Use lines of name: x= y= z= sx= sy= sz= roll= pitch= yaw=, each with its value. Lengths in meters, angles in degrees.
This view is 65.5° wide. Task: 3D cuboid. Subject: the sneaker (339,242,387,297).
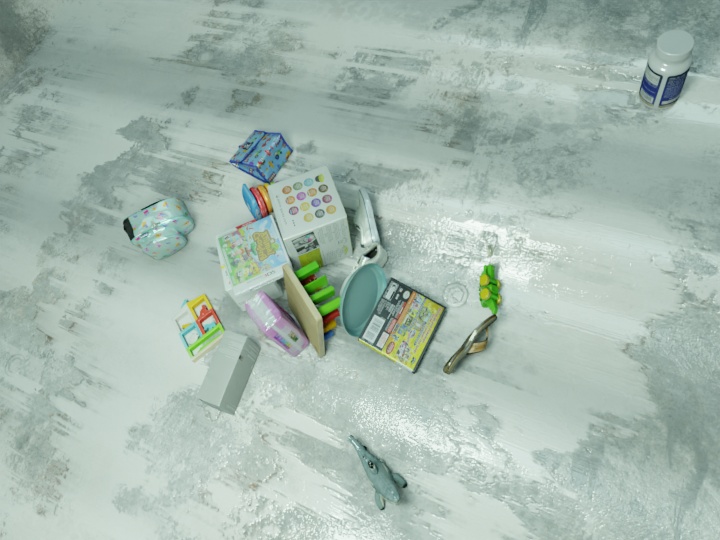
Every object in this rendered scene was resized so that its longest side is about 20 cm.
sneaker: x=0.000 y=0.000 z=1.622 sx=0.073 sy=0.088 sz=0.202 roll=29 pitch=75 yaw=24

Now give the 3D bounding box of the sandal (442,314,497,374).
sandal: x=0.292 y=0.198 z=1.450 sx=0.054 sy=0.082 sz=0.200 roll=40 pitch=77 yaw=12

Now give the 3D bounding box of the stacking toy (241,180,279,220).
stacking toy: x=-0.278 y=-0.250 z=1.830 sx=0.196 sy=0.118 sz=0.110 roll=-28 pitch=54 yaw=-16

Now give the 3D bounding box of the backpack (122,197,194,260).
backpack: x=-0.641 y=-0.139 z=1.821 sx=0.197 sy=0.176 sz=0.155 roll=-34 pitch=77 yaw=-5

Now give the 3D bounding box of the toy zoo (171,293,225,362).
toy zoo: x=-0.500 y=0.163 z=1.716 sx=0.130 sy=0.021 sz=0.202 roll=-35 pitch=61 yaw=-4

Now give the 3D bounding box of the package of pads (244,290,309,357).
package of pads: x=-0.228 y=0.148 z=1.546 sx=0.075 sy=0.201 sz=0.121 roll=-40 pitch=57 yaw=-3

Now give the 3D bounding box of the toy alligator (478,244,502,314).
toy alligator: x=0.346 y=0.030 z=1.534 sx=0.054 sy=0.058 sz=0.206 roll=-30 pitch=50 yaw=47

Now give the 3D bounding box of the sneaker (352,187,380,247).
sneaker: x=0.008 y=-0.164 z=1.710 sx=0.068 sy=0.074 sz=0.205 roll=-14 pitch=61 yaw=4

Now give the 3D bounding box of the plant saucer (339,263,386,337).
plant saucer: x=0.004 y=0.078 z=1.521 sx=0.027 sy=0.201 sz=0.204 roll=16 pitch=68 yaw=36

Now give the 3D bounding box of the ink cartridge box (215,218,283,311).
ink cartridge box: x=-0.333 y=-0.014 z=1.687 sx=0.141 sy=0.146 sz=0.205 roll=-21 pitch=61 yaw=2

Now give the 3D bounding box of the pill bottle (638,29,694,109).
pill bottle: x=0.875 y=-0.572 z=1.602 sx=0.112 sy=0.201 sz=0.119 roll=-6 pitch=62 yaw=11

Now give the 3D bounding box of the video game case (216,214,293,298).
video game case: x=-0.302 y=-0.044 z=1.599 sx=0.177 sy=0.022 sz=0.204 roll=-23 pitch=62 yaw=-5

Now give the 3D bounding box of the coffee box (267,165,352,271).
coffee box: x=-0.144 y=-0.146 z=1.659 sx=0.192 sy=0.202 sz=0.204 roll=-19 pitch=60 yaw=-5

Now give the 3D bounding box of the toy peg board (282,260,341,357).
toy peg board: x=-0.124 y=0.096 z=1.557 sx=0.096 sy=0.202 sz=0.202 roll=-25 pitch=58 yaw=-18

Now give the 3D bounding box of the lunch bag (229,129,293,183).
lunch bag: x=-0.355 y=-0.404 z=1.936 sx=0.197 sy=0.094 sz=0.153 roll=24 pitch=73 yaw=38

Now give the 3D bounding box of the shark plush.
shark plush: x=0.042 y=0.481 z=1.371 sx=0.089 sy=0.084 sz=0.203 roll=-29 pitch=60 yaw=-1

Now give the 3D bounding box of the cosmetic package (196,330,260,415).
cosmetic package: x=-0.367 y=0.286 z=1.569 sx=0.087 sy=0.107 sz=0.206 roll=9 pitch=68 yaw=19

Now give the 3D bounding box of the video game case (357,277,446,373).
video game case: x=0.115 y=0.147 z=1.532 sx=0.177 sy=0.026 sz=0.203 roll=27 pitch=73 yaw=13
